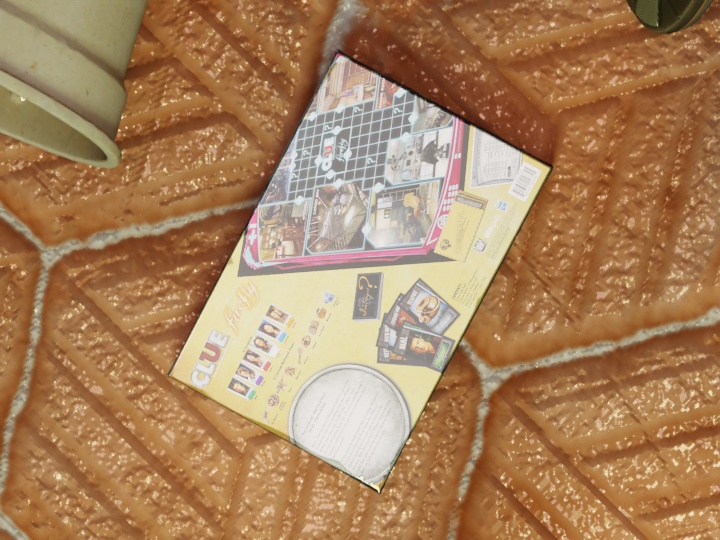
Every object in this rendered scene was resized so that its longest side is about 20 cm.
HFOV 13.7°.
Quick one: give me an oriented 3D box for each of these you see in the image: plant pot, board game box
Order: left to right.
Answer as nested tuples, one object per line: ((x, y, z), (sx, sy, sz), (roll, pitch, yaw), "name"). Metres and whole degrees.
((-0.179, -0.180, 1.568), (0.199, 0.200, 0.184), (24, 83, 2), "plant pot")
((0.000, 0.000, 1.629), (0.135, 0.035, 0.201), (29, 94, 2), "board game box")

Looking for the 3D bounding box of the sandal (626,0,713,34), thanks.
((0.212, -0.202, 1.571), (0.200, 0.054, 0.082), (-56, 48, 33), "sandal")
